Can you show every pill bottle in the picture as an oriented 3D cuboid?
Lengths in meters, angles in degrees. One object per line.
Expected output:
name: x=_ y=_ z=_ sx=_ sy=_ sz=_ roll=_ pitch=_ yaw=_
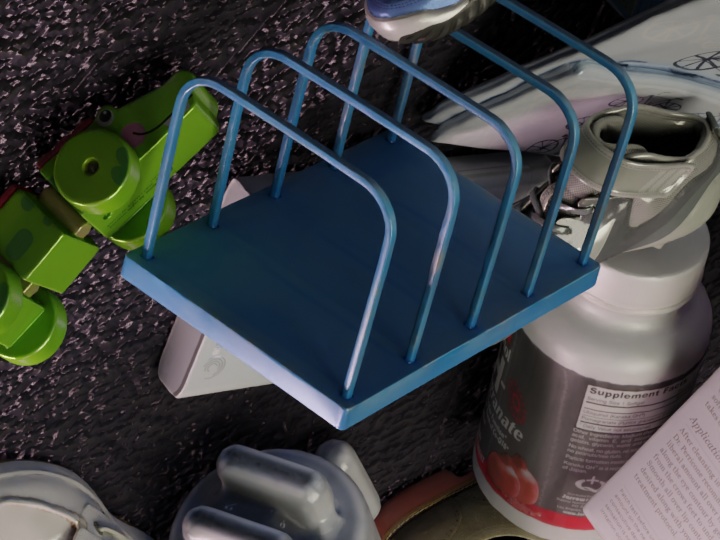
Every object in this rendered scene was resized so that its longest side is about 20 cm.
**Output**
pill bottle: x=0.132 y=0.048 z=1.661 sx=0.111 sy=0.111 sz=0.200 roll=-17 pitch=139 yaw=-29

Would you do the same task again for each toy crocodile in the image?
toy crocodile: x=-0.145 y=-0.018 z=1.387 sx=0.200 sy=0.062 sz=0.068 roll=-46 pitch=156 yaw=3

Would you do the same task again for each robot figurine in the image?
robot figurine: x=-0.039 y=0.176 z=1.646 sx=0.170 sy=0.113 sz=0.200 roll=-58 pitch=152 yaw=-24

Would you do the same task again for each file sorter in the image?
file sorter: x=0.014 y=-0.043 z=1.392 sx=0.200 sy=0.139 sz=0.123 roll=-28 pitch=142 yaw=-45

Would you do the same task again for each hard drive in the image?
hard drive: x=0.000 y=0.000 z=1.563 sx=0.200 sy=0.026 sz=0.132 roll=-8 pitch=134 yaw=-38

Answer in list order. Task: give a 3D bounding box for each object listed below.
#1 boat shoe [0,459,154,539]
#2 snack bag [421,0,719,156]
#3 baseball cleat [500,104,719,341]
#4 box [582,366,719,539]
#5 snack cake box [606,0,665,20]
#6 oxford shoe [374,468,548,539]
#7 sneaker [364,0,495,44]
boat shoe: x=-0.147 y=0.158 z=1.565 sx=0.071 sy=0.069 sz=0.200 roll=-44 pitch=144 yaw=9
snack bag: x=0.163 y=-0.096 z=1.521 sx=0.200 sy=0.021 sz=0.188 roll=-23 pitch=161 yaw=39
baseball cleat: x=0.093 y=-0.028 z=1.523 sx=0.200 sy=0.070 sz=0.106 roll=-29 pitch=149 yaw=-12
box: x=0.248 y=0.102 z=1.616 sx=0.152 sy=0.106 sz=0.200 roll=-2 pitch=141 yaw=-49
snack cake box: x=0.214 y=-0.193 z=1.506 sx=0.200 sy=0.067 sz=0.115 roll=-11 pitch=136 yaw=-33
oxford shoe: x=0.103 y=0.140 z=1.769 sx=0.200 sy=0.075 sz=0.070 roll=-28 pitch=143 yaw=-15
sneaker: x=0.056 y=-0.196 z=1.358 sx=0.077 sy=0.076 sz=0.200 roll=30 pitch=93 yaw=-44
